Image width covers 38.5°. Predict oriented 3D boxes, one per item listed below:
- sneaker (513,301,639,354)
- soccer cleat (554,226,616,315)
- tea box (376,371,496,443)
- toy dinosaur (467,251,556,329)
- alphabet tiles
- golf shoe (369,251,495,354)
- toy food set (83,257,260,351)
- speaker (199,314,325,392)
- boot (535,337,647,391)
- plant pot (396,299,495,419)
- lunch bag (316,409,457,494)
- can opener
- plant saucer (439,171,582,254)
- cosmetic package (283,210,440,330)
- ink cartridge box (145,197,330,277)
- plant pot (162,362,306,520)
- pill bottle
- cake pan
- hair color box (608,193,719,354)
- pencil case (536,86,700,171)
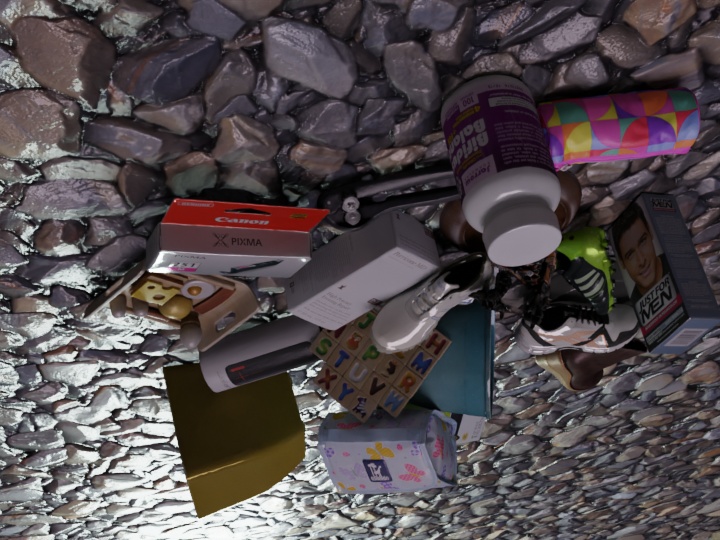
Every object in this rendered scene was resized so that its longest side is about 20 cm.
[{"bbox_3d":[0.339,0.083,1.581,0.198,0.074,0.080,-8,147,-6],"label":"sneaker"},{"bbox_3d":[0.325,0.001,1.487,0.080,0.068,0.200,-4,147,18],"label":"soccer cleat"},{"bbox_3d":[0.104,0.198,1.707,0.195,0.134,0.200,-7,148,-8],"label":"tea box"},{"bbox_3d":[0.228,-0.001,1.378,0.200,0.136,0.102,38,159,-35],"label":"toy dinosaur"},{"bbox_3d":[0.026,0.106,1.463,0.200,0.166,0.006,-54,159,0],"label":"alphabet tiles"},{"bbox_3d":[0.094,0.034,1.401,0.200,0.078,0.097,-36,162,-9],"label":"golf shoe"},{"bbox_3d":[-0.260,0.054,1.428,0.199,0.061,0.143,19,138,-41],"label":"toy food set"},{"bbox_3d":[-0.140,0.119,1.555,0.199,0.082,0.081,-18,148,12],"label":"speaker"},{"bbox_3d":[0.412,0.154,1.752,0.166,0.073,0.199,-15,156,38],"label":"boot"},{"bbox_3d":[0.104,0.116,1.537,0.187,0.201,0.200,1,151,10],"label":"plant pot"},{"bbox_3d":[0.042,0.265,1.517,0.168,0.128,0.200,-4,161,17],"label":"lunch bag"},{"bbox_3d":[0.041,-0.098,1.293,0.199,0.079,0.064,-16,110,3],"label":"can opener"},{"bbox_3d":[0.207,-0.071,1.404,0.199,0.032,0.201,-8,150,-5],"label":"plant saucer"},{"bbox_3d":[0.000,0.000,1.412,0.199,0.074,0.101,-30,144,31],"label":"cosmetic package"},{"bbox_3d":[-0.155,-0.036,1.290,0.199,0.044,0.173,3,164,-21],"label":"ink cartridge box"},{"bbox_3d":[-0.194,0.258,1.665,0.199,0.196,0.195,-13,150,-10],"label":"plant pot"},{"bbox_3d":[0.161,-0.110,1.157,0.111,0.201,0.113,-8,149,-5],"label":"pill bottle"},{"bbox_3d":[0.360,0.047,1.637,0.199,0.037,0.201,-8,149,-5],"label":"cake pan"},{"bbox_3d":[0.416,0.004,1.425,0.060,0.201,0.099,3,147,-22],"label":"hair color box"},{"bbox_3d":[0.300,-0.166,1.228,0.199,0.089,0.089,-10,149,-4],"label":"pencil case"}]
